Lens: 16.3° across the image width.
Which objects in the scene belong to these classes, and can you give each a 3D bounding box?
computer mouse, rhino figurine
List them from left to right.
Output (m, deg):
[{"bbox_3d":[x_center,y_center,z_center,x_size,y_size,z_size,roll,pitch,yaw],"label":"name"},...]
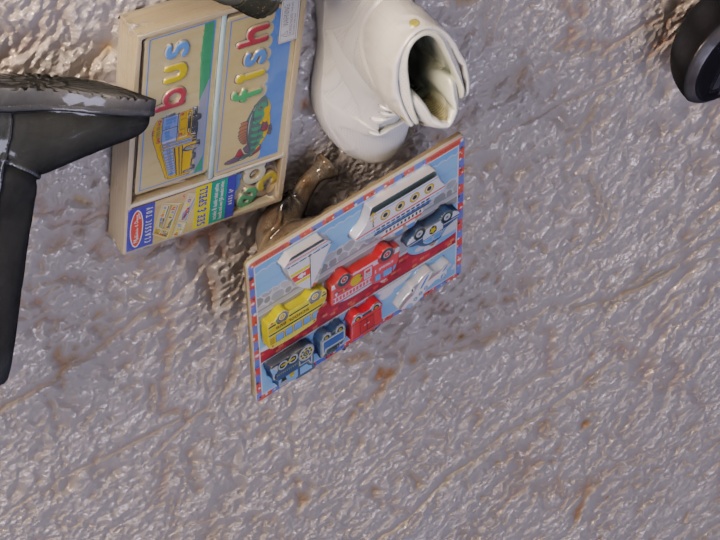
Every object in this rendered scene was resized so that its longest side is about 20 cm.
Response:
[{"bbox_3d":[-0.021,-0.002,1.879,0.087,0.060,0.200,-41,147,-5],"label":"rhino figurine"},{"bbox_3d":[0.299,-0.183,1.988,0.199,0.053,0.139,-13,137,-52],"label":"computer mouse"}]

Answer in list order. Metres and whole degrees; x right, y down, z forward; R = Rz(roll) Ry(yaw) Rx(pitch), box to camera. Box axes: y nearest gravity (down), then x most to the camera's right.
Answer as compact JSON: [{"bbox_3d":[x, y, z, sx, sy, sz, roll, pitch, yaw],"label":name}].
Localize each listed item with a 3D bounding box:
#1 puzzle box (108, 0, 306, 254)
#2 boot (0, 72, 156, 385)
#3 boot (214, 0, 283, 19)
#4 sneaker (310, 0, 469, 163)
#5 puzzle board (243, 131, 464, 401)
[{"bbox_3d":[-0.106,-0.108,1.712,0.132,0.025,0.201,-20,141,-25],"label":"puzzle box"},{"bbox_3d":[-0.218,-0.022,1.603,0.164,0.065,0.201,0,104,-38],"label":"boot"},{"bbox_3d":[-0.078,-0.259,1.530,0.130,0.068,0.201,19,100,-30],"label":"boot"},{"bbox_3d":[0.023,-0.119,1.740,0.073,0.116,0.201,-30,146,-15],"label":"sneaker"},{"bbox_3d":[0.000,0.000,1.835,0.199,0.017,0.151,-32,146,-25],"label":"puzzle board"}]
